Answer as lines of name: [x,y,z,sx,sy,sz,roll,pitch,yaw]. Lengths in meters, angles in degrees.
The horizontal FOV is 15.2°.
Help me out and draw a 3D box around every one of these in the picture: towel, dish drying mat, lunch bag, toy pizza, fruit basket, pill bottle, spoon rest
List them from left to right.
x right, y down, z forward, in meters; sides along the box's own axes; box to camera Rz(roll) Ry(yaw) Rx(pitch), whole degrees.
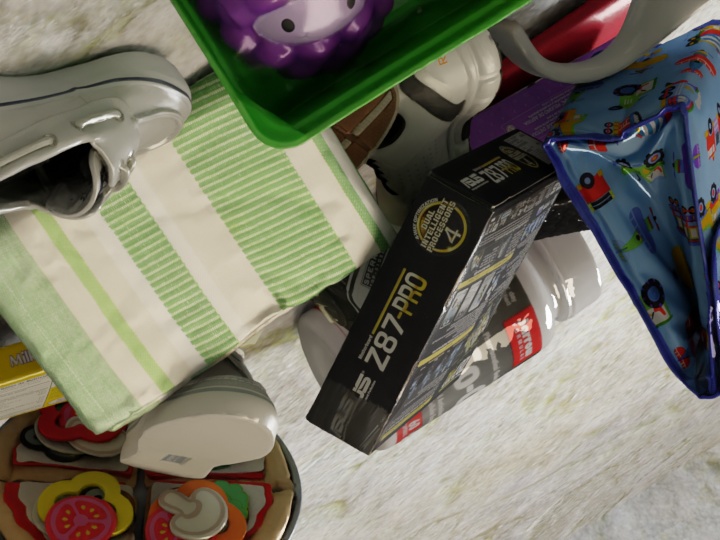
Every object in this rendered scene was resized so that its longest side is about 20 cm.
toy pizza: [-0.134,0.126,1.645,0.200,0.200,0.032,-26,139,-33]
towel: [-0.095,-0.016,1.433,0.200,0.023,0.153,-34,123,-3]
fruit basket: [0.006,-0.164,1.149,0.215,0.156,0.216,-32,-177,2]
pill bottle: [0.066,0.031,1.924,0.200,0.114,0.114,-32,165,-14]
dish drying mat: [0.104,-0.127,1.704,0.200,0.018,0.077,-33,166,-5]
spoon rest: [0.175,-0.168,1.622,0.200,0.061,0.099,-29,-160,-12]
lunch bag: [0.196,-0.026,1.624,0.094,0.200,0.151,-13,-160,23]

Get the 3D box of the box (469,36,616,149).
box: [0.089,-0.069,1.757,0.137,0.039,0.200,-30,172,-25]

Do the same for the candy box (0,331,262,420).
candy box: [-0.148,0.048,1.563,0.200,0.026,0.102,-16,166,-15]

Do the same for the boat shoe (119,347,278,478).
boat shoe: [-0.089,0.075,1.543,0.072,0.069,0.200,11,166,-9]

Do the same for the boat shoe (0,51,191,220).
boat shoe: [-0.143,-0.054,1.281,0.200,0.065,0.074,-17,156,-51]

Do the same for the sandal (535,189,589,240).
sandal: [0.133,-0.054,1.765,0.200,0.045,0.075,-13,157,-29]

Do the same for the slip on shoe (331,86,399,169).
slip on shoe: [-0.069,-0.052,1.480,0.200,0.076,0.061,-43,-156,0]

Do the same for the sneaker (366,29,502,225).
sneaker: [0.023,-0.083,1.576,0.080,0.074,0.200,-25,154,-20]

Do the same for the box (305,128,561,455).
box: [0.049,0.008,1.550,0.161,0.049,0.200,-65,169,17]

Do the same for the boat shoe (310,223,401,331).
boat shoe: [0.000,0.000,1.626,0.200,0.064,0.071,70,42,-76]
